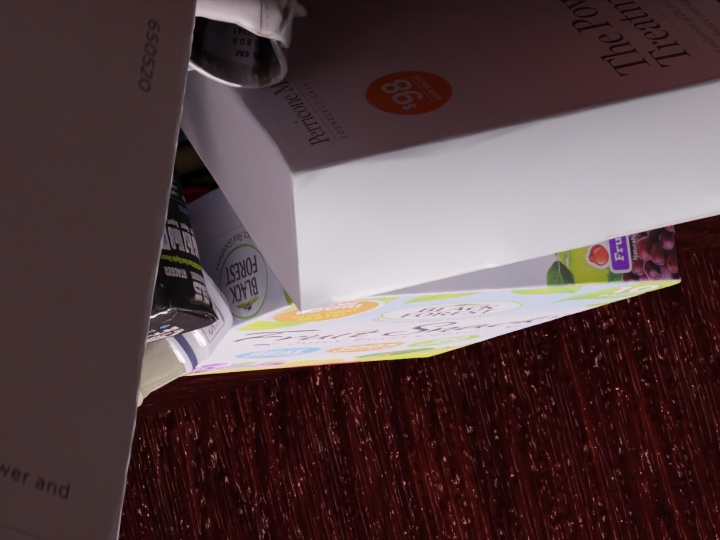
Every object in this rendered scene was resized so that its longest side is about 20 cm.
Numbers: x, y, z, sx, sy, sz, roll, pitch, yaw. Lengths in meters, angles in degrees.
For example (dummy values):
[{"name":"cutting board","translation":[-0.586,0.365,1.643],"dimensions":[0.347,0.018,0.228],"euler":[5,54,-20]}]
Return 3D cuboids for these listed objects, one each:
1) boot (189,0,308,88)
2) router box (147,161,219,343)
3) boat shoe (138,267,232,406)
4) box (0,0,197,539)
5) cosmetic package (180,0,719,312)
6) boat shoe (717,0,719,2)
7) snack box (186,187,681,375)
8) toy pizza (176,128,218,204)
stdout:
[{"name":"boot","translation":[-0.039,-0.096,0.690],"dimensions":[0.073,0.096,0.200],"euler":[-18,173,30]},{"name":"router box","translation":[-0.157,-0.031,0.733],"dimensions":[0.199,0.151,0.062],"euler":[-16,173,8]},{"name":"boat shoe","translation":[-0.113,0.017,0.834],"dimensions":[0.062,0.072,0.200],"euler":[-44,-163,-20]},{"name":"box","translation":[-0.159,0.001,0.516],"dimensions":[0.198,0.201,0.130],"euler":[24,151,-34]},{"name":"cosmetic package","translation":[0.018,-0.071,0.753],"dimensions":[0.150,0.052,0.200],"euler":[-15,-146,-15]},{"name":"boat shoe","translation":[0.118,-0.076,0.826],"dimensions":[0.200,0.066,0.072],"euler":[5,-161,35]},{"name":"snack box","translation":[0.000,0.000,0.859],"dimensions":[0.142,0.053,0.200],"euler":[-5,172,-25]},{"name":"toy pizza","translation":[-0.071,-0.018,0.978],"dimensions":[0.199,0.032,0.200],"euler":[-18,169,-4]}]
